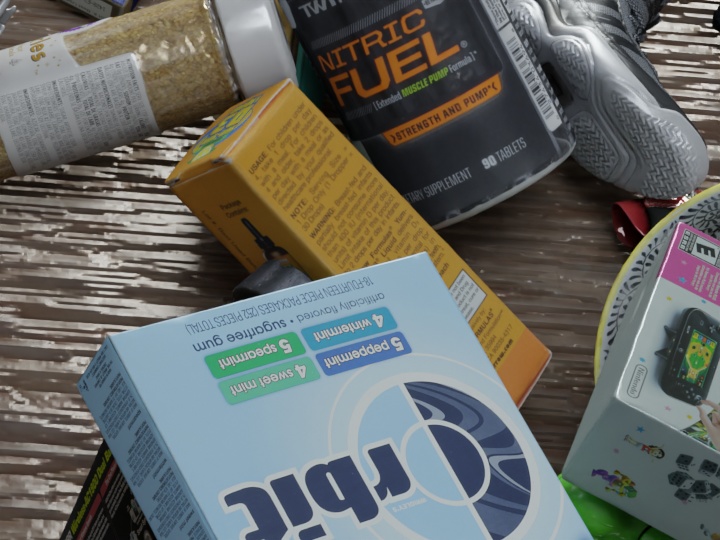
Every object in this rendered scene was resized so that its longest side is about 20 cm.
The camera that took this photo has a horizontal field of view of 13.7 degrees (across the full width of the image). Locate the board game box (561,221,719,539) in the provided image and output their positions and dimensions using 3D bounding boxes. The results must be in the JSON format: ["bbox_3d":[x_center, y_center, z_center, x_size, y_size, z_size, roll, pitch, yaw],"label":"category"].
[{"bbox_3d":[0.207,0.081,1.368,0.200,0.064,0.148,28,39,-1],"label":"board game box"}]

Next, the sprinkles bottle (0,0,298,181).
[{"bbox_3d":[-0.134,-0.093,1.517,0.200,0.068,0.068,-17,64,1],"label":"sprinkles bottle"}]

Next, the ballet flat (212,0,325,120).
[{"bbox_3d":[-0.051,-0.071,1.569,0.063,0.069,0.200,-6,55,18],"label":"ballet flat"}]

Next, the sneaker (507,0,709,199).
[{"bbox_3d":[0.140,-0.124,1.604,0.114,0.075,0.200,-29,54,-26],"label":"sneaker"}]

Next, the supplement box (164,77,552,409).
[{"bbox_3d":[0.000,0.000,1.479,0.200,0.067,0.069,45,59,-17],"label":"supplement box"}]

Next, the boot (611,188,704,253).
[{"bbox_3d":[0.216,-0.046,1.596,0.144,0.072,0.200,20,62,2],"label":"boot"}]

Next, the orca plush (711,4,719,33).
[{"bbox_3d":[0.215,-0.165,1.646,0.200,0.105,0.071,28,83,-38],"label":"orca plush"}]

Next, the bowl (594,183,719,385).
[{"bbox_3d":[0.218,0.046,1.491,0.201,0.094,0.201,0,94,5],"label":"bowl"}]

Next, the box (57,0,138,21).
[{"bbox_3d":[-0.139,-0.235,1.653,0.121,0.032,0.200,27,60,4],"label":"box"}]

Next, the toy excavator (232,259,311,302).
[{"bbox_3d":[0.003,0.117,1.430,0.200,0.194,0.100,26,54,37],"label":"toy excavator"}]

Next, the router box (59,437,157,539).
[{"bbox_3d":[-0.070,0.145,1.349,0.062,0.200,0.150,-13,64,-27],"label":"router box"}]

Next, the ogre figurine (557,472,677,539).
[{"bbox_3d":[0.075,0.159,1.350,0.200,0.098,0.120,-26,79,10],"label":"ogre figurine"}]

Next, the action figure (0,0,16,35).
[{"bbox_3d":[-0.250,-0.122,1.494,0.130,0.069,0.200,-38,36,-15],"label":"action figure"}]

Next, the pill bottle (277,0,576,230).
[{"bbox_3d":[0.022,-0.128,1.536,0.106,0.106,0.200,-33,100,-26],"label":"pill bottle"}]

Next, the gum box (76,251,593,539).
[{"bbox_3d":[0.001,0.100,1.253,0.170,0.045,0.200,-14,65,-35],"label":"gum box"}]
